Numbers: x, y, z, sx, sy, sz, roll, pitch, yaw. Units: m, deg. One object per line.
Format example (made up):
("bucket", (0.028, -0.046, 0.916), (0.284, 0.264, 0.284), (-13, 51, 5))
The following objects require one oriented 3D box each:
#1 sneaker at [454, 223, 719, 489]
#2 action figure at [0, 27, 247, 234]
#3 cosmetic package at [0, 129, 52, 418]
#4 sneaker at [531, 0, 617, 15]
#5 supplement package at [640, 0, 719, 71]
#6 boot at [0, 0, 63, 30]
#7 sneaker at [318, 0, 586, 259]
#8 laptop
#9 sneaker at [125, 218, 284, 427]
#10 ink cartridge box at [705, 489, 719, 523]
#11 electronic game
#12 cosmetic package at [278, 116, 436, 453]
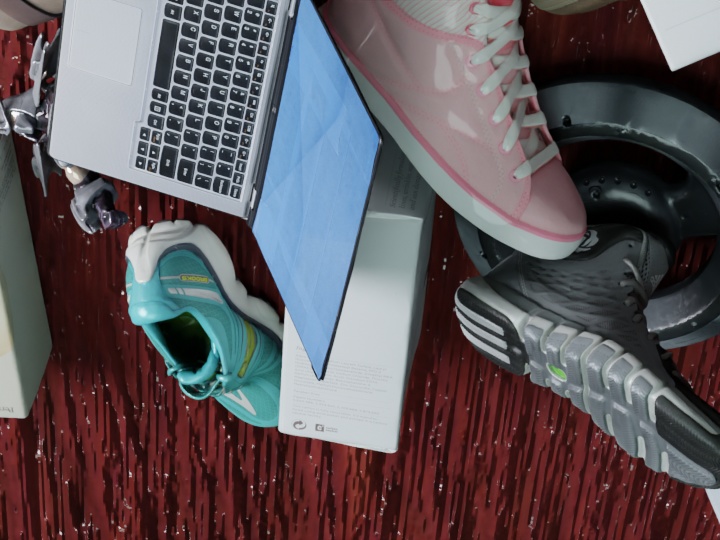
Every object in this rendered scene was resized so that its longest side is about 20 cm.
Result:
("sneaker", (0.159, 0.031, 1.317), (0.200, 0.115, 0.075), (34, 153, 28))
("action figure", (-0.131, -0.077, 1.400), (0.199, 0.070, 0.130), (12, 142, 6))
("cosmetic package", (-0.266, -0.002, 1.492), (0.103, 0.073, 0.200), (3, 132, 8))
("sneaker", (0.185, -0.174, 1.243), (0.200, 0.071, 0.076), (-26, 124, 31))
("supplement package", (0.173, -0.217, 1.120), (0.117, 0.117, 0.201), (-22, 98, 27))
("boot", (-0.156, -0.176, 1.320), (0.200, 0.070, 0.146), (39, 134, -22))
("sneaker", (0.070, -0.104, 1.297), (0.200, 0.075, 0.105), (47, 123, 5))
("laptop", (-0.085, -0.068, 1.263), (0.199, 0.116, 0.188), (17, 134, 3))
("sneaker", (-0.100, 0.050, 1.494), (0.077, 0.080, 0.200), (-12, 143, 21))
("ink cartridge box", (0.331, 0.174, 1.556), (0.162, 0.057, 0.200), (-12, 125, 21))
("electronic game", (0.153, -0.032, 1.391), (0.199, 0.042, 0.200), (11, 131, 12))
("cosmetic package", (0.000, 0.000, 1.415), (0.081, 0.113, 0.200), (10, 136, 3))
